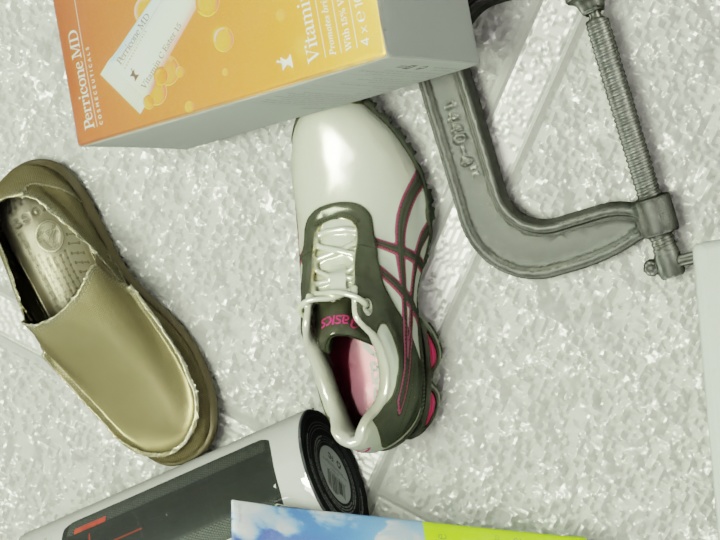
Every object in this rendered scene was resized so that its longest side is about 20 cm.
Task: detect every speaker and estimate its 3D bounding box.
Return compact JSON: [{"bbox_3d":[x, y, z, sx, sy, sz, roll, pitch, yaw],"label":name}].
[{"bbox_3d":[-0.099,0.153,1.095,0.199,0.081,0.082,-24,91,18],"label":"speaker"}]

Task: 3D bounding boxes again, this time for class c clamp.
[{"bbox_3d":[0.120,-0.081,1.031,0.170,0.027,0.201,-22,93,23],"label":"c clamp"}]

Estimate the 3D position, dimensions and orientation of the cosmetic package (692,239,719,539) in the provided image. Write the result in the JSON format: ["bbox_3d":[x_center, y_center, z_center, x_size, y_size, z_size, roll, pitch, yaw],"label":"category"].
[{"bbox_3d":[0.256,0.095,0.901,0.164,0.165,0.202,-9,64,17],"label":"cosmetic package"}]

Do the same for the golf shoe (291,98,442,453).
[{"bbox_3d":[0.000,0.000,1.042,0.077,0.088,0.202,-10,93,19],"label":"golf shoe"}]

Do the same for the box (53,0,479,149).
[{"bbox_3d":[-0.055,-0.145,1.001,0.199,0.097,0.126,-13,86,32],"label":"box"}]

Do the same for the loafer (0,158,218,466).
[{"bbox_3d":[-0.157,0.029,1.099,0.076,0.067,0.201,-37,87,17],"label":"loafer"}]

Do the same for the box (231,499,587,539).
[{"bbox_3d":[0.027,0.186,0.995,0.198,0.122,0.048,7,129,-10],"label":"box"}]
